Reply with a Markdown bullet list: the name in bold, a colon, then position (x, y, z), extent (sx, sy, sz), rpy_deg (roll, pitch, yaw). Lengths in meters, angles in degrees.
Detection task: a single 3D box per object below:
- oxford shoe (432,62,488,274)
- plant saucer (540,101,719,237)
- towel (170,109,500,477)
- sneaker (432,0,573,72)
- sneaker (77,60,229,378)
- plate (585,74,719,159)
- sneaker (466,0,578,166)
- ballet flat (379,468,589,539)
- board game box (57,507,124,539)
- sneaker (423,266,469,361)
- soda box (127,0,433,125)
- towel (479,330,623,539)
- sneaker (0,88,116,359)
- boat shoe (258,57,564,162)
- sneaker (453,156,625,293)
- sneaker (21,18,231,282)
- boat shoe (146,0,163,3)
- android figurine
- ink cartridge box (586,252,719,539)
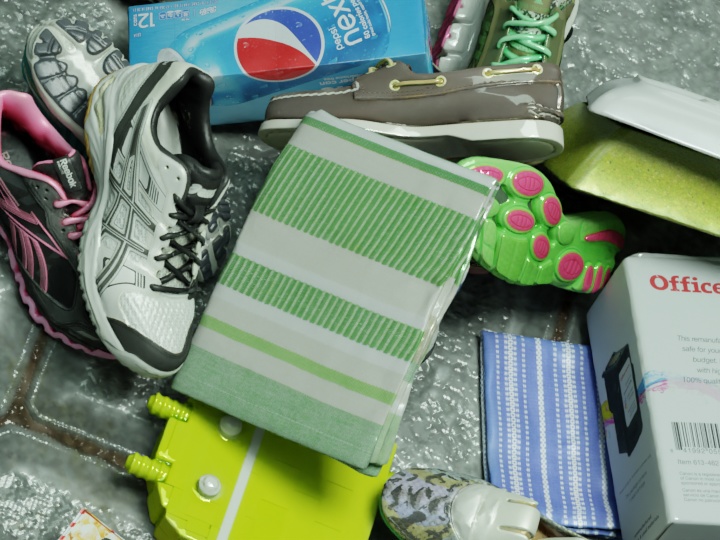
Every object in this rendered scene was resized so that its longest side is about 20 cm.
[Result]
- **oxford shoe**: position (0.043, -0.089, 1.830), extent (0.070, 0.075, 0.200), rpy_deg (-27, 75, -33)
- **plant saucer**: position (0.221, -0.064, 1.817), extent (0.200, 0.200, 0.048), rpy_deg (18, 98, -10)
- **towel**: position (-0.014, 0.011, 1.663), extent (0.152, 0.023, 0.200), rpy_deg (23, 87, 22)
- **sneaker**: position (0.117, -0.200, 1.922), extent (0.087, 0.074, 0.200), rpy_deg (25, 62, -5)
- **sneaker**: position (-0.124, -0.035, 1.655), extent (0.076, 0.088, 0.200), rpy_deg (2, 80, -47)
- **plate**: position (0.250, -0.092, 1.790), extent (0.199, 0.200, 0.032), rpy_deg (19, 97, 2)
- **sneaker**: position (0.109, -0.159, 1.799), extent (0.077, 0.089, 0.200), rpy_deg (9, 53, 1)
- **ballet flat**: position (0.108, 0.175, 1.689), extent (0.200, 0.072, 0.072), rpy_deg (31, 56, -16)
- **board game box**: position (-0.135, 0.261, 1.588), extent (0.200, 0.046, 0.152), rpy_deg (38, 57, 3)
- **sneaker**: position (0.000, 0.000, 1.765), extent (0.080, 0.115, 0.199), rpy_deg (-4, 35, -24)
- **soda box**: position (-0.053, -0.145, 1.785), extent (0.200, 0.068, 0.064), rpy_deg (-6, 64, 5)
- **towel**: position (0.178, 0.115, 1.798), extent (0.200, 0.024, 0.145), rpy_deg (8, 59, -16)
- **sneaker**: position (-0.190, -0.033, 1.703), extent (0.079, 0.095, 0.200), rpy_deg (-32, 78, -33)
- **boat shoe**: position (0.033, -0.106, 1.734), extent (0.200, 0.072, 0.060), rpy_deg (0, 75, 10)
- **sneaker**: position (0.100, -0.030, 1.752), extent (0.084, 0.200, 0.077), rpy_deg (21, 87, 33)
- **sneaker**: position (-0.155, -0.078, 1.752), extent (0.077, 0.080, 0.200), rpy_deg (-35, 96, -22)
- **boat shoe**: position (-0.141, -0.219, 1.837), extent (0.201, 0.072, 0.066), rpy_deg (-4, 59, -27)
- **android figurine**: position (-0.052, 0.141, 1.690), extent (0.200, 0.041, 0.182), rpy_deg (25, 57, -7)
- **ink cartridge box**: position (0.242, 0.097, 1.770), extent (0.146, 0.083, 0.200), rpy_deg (4, 58, -16)
